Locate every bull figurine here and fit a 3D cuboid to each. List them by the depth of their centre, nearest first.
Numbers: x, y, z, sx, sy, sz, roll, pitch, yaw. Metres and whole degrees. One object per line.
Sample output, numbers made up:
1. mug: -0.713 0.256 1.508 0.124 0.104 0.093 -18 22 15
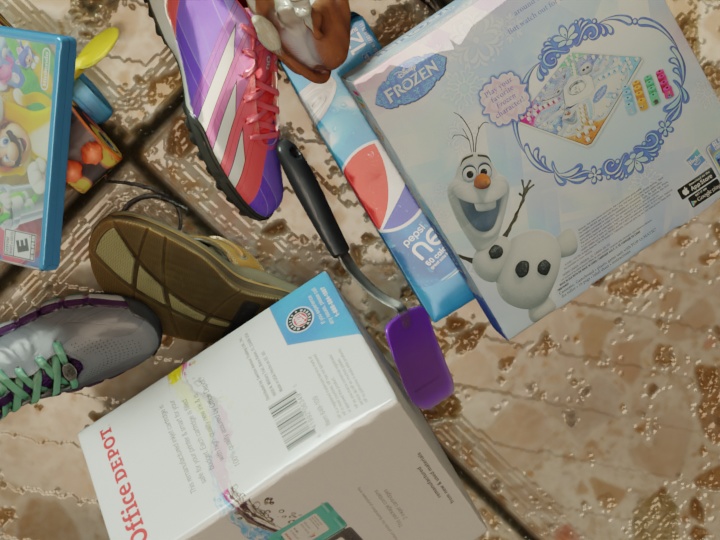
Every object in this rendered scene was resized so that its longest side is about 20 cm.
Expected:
1. bull figurine: -0.049 -0.217 1.114 0.065 0.121 0.201 -18 77 15

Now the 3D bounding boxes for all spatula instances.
1. spatula: 0.000 0.000 1.170 0.021 0.056 0.200 -37 85 34

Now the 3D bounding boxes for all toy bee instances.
1. toy bee: -0.188 -0.098 1.154 0.199 0.109 0.131 26 95 -9

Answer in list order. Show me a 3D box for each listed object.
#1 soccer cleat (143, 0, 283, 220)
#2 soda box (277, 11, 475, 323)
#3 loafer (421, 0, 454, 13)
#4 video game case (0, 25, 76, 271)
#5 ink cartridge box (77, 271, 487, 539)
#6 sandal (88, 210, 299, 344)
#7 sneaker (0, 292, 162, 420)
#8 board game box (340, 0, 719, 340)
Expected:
1. soccer cleat: -0.081 -0.131 1.172 0.073 0.068 0.201 -17 99 18
2. soda box: 0.022 -0.070 1.198 0.064 0.068 0.201 -31 102 1
3. loafer: 0.086 -0.181 1.181 0.073 0.071 0.200 -43 101 3
4. video game case: -0.266 -0.087 1.137 0.199 0.018 0.144 12 102 30
5. ink cartridge box: -0.053 0.137 1.167 0.199 0.147 0.146 -33 129 2
6. sandal: -0.093 0.010 1.208 0.199 0.054 0.080 21 129 -24
7. sneaker: -0.226 0.076 1.176 0.199 0.088 0.075 -12 129 9
8. board game box: 0.122 -0.093 1.148 0.200 0.043 0.200 -33 107 -4
